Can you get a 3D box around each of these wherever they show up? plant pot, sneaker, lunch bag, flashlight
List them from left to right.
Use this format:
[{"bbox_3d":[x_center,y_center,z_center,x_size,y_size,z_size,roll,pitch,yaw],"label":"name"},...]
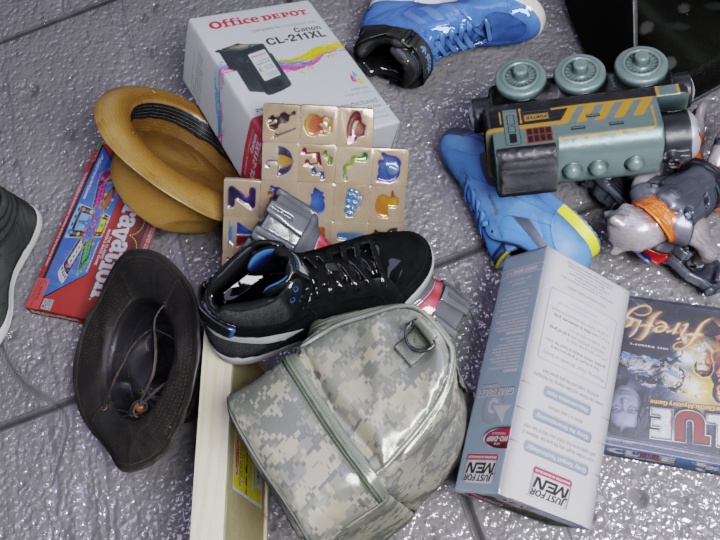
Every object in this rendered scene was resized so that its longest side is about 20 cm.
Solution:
[{"bbox_3d":[-0.393,0.001,0.867,0.070,0.099,0.203,7,67,12],"label":"sneaker"},{"bbox_3d":[-0.027,0.008,0.660,0.198,0.112,0.074,-23,69,-11],"label":"sneaker"},{"bbox_3d":[0.000,0.000,0.759,0.199,0.068,0.068,34,46,-8],"label":"flashlight"},{"bbox_3d":[0.011,0.119,0.676,0.167,0.200,0.140,-35,65,-3],"label":"lunch bag"},{"bbox_3d":[0.087,-0.237,0.898,0.197,0.077,0.112,11,61,21],"label":"sneaker"},{"bbox_3d":[0.131,-0.058,0.811,0.078,0.066,0.200,-41,64,-6],"label":"sneaker"},{"bbox_3d":[0.296,-0.296,0.833,0.198,0.200,0.178,-29,50,-4],"label":"plant pot"}]

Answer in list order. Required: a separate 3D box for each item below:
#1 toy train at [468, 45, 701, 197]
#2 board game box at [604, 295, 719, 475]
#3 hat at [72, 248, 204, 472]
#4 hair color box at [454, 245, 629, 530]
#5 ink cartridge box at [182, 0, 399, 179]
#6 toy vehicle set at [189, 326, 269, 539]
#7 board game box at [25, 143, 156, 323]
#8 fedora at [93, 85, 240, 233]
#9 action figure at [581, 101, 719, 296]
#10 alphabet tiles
[{"bbox_3d":[0.195,-0.127,0.751,0.197,0.086,0.115,-5,57,7],"label":"toy train"},{"bbox_3d":[0.300,0.100,0.716,0.197,0.035,0.137,7,66,15],"label":"board game box"},{"bbox_3d":[-0.179,0.081,0.785,0.199,0.080,0.204,-11,74,43],"label":"hat"},{"bbox_3d":[0.151,0.095,0.700,0.098,0.060,0.203,25,68,-24],"label":"hair color box"},{"bbox_3d":[-0.076,-0.173,0.870,0.144,0.083,0.201,-18,59,-27],"label":"ink cartridge box"},{"bbox_3d":[-0.104,0.162,0.716,0.026,0.125,0.203,-5,63,8],"label":"toy vehicle set"},{"bbox_3d":[-0.268,-0.041,0.908,0.101,0.020,0.203,9,66,14],"label":"board game box"},{"bbox_3d":[-0.183,-0.097,0.860,0.082,0.199,0.202,-50,58,29],"label":"fedora"},{"bbox_3d":[0.278,-0.089,0.778,0.193,0.105,0.200,-40,66,-21],"label":"action figure"},{"bbox_3d":[-0.042,-0.047,0.778,0.164,0.008,0.203,2,103,-5],"label":"alphabet tiles"}]
